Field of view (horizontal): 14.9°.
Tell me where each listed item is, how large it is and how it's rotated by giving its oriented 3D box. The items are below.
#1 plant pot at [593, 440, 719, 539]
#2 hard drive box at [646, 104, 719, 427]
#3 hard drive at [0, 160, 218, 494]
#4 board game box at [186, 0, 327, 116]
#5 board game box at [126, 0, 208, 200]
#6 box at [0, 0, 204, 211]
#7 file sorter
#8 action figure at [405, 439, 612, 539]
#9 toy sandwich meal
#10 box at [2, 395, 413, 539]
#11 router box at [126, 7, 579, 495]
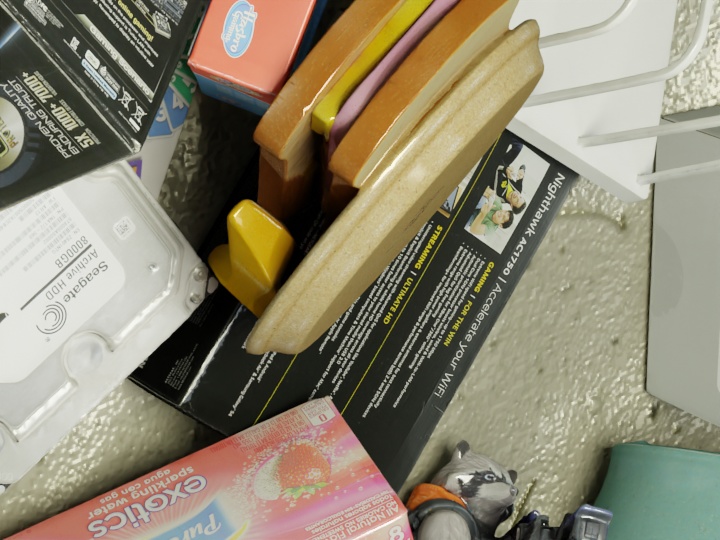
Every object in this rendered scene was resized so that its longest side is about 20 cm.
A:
[{"bbox_3d":[0.182,0.189,1.425,0.200,0.200,0.189,12,84,-38],"label":"plant pot"},{"bbox_3d":[0.252,-0.015,1.466,0.200,0.077,0.156,-13,113,-32],"label":"hard drive box"},{"bbox_3d":[-0.165,-0.019,1.153,0.140,0.038,0.200,-43,123,-13],"label":"hard drive"},{"bbox_3d":[-0.017,-0.167,1.160,0.040,0.153,0.201,21,89,-1],"label":"board game box"},{"bbox_3d":[-0.123,-0.068,1.203,0.095,0.030,0.201,15,99,-38],"label":"board game box"},{"bbox_3d":[-0.152,-0.151,1.047,0.200,0.086,0.164,48,39,-29],"label":"box"},{"bbox_3d":[0.117,-0.140,1.261,0.200,0.124,0.139,29,63,-40],"label":"file sorter"},{"bbox_3d":[0.039,0.163,1.325,0.104,0.200,0.194,24,55,-6],"label":"action figure"},{"bbox_3d":[0.000,-0.049,1.157,0.070,0.205,0.205,41,77,4],"label":"toy sandwich meal"},{"bbox_3d":[-0.076,0.154,1.236,0.200,0.095,0.103,-23,130,-12],"label":"box"},{"bbox_3d":[0.000,0.000,1.300,0.149,0.051,0.200,33,85,-41],"label":"router box"}]
